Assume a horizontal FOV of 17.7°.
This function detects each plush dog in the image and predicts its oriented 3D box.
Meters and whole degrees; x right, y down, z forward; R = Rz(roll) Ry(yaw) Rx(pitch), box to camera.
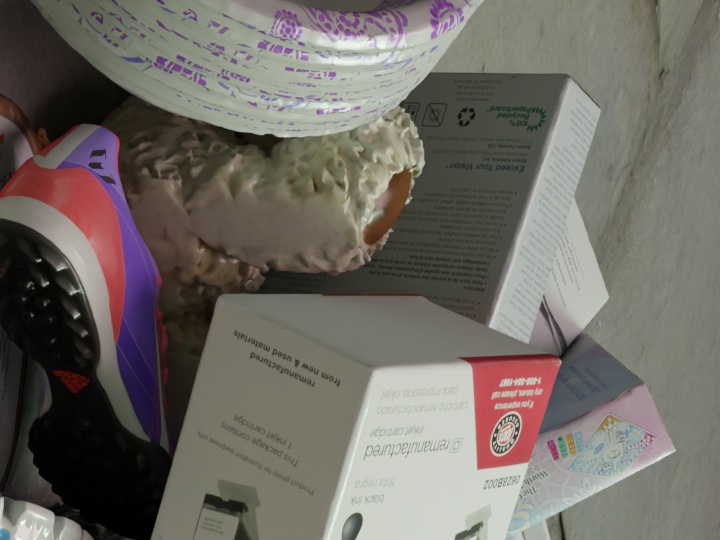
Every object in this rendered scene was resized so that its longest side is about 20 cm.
[{"bbox_3d":[-0.069,-0.043,1.025,0.200,0.160,0.172,-57,-174,31],"label":"plush dog"}]

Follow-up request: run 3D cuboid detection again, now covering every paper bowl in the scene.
[{"bbox_3d":[-0.051,-0.139,0.908,0.104,0.200,0.201,-52,-179,45],"label":"paper bowl"}]

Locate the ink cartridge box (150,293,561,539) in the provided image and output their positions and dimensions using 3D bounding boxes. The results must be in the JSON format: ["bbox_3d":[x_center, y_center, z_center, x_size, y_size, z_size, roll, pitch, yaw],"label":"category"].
[{"bbox_3d":[-0.012,0.117,0.933,0.146,0.083,0.201,0,109,-55],"label":"ink cartridge box"}]

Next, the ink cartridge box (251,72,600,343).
[{"bbox_3d":[0.000,0.000,1.096,0.043,0.195,0.201,36,67,-46],"label":"ink cartridge box"}]

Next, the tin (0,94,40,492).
[{"bbox_3d":[-0.169,0.025,0.904,0.112,0.042,0.201,-29,128,-68],"label":"tin"}]

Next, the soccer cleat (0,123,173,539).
[{"bbox_3d":[-0.102,0.032,0.939,0.073,0.068,0.201,-59,150,-37],"label":"soccer cleat"}]

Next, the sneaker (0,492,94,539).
[{"bbox_3d":[-0.121,0.151,0.935,0.200,0.075,0.087,35,67,-52],"label":"sneaker"}]

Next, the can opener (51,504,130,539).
[{"bbox_3d":[-0.147,0.153,1.009,0.200,0.053,0.067,-28,127,-62],"label":"can opener"}]

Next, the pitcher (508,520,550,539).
[{"bbox_3d":[0.085,0.104,1.410,0.200,0.121,0.173,-58,127,-72],"label":"pitcher"}]

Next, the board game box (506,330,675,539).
[{"bbox_3d":[0.047,0.101,1.195,0.044,0.198,0.200,62,-1,-9],"label":"board game box"}]

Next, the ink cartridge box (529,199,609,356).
[{"bbox_3d":[0.027,0.030,1.219,0.200,0.144,0.084,-41,112,-58],"label":"ink cartridge box"}]
